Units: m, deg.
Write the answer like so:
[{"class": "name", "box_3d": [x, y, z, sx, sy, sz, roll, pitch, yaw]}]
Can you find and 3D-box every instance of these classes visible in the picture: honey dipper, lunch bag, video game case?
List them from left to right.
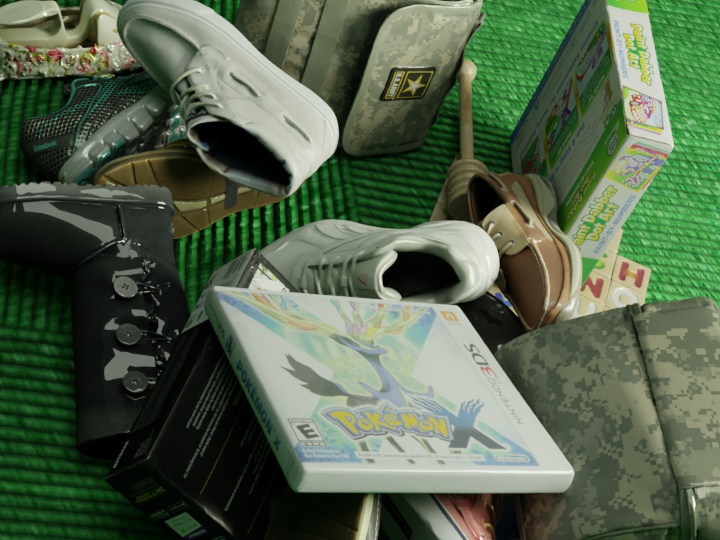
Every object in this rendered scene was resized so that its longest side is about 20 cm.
[{"class": "lunch bag", "box_3d": [-0.007, -0.196, 1.239, 0.199, 0.165, 0.118, 19, 41, -4]}, {"class": "video game case", "box_3d": [0.016, 0.076, 0.938, 0.199, 0.022, 0.183, 5, 33, -30]}, {"class": "honey dipper", "box_3d": [0.095, -0.122, 1.299, 0.038, 0.038, 0.201, 14, 43, -10]}, {"class": "lunch bag", "box_3d": [0.180, 0.126, 0.992, 0.167, 0.140, 0.201, -6, 50, 0]}]

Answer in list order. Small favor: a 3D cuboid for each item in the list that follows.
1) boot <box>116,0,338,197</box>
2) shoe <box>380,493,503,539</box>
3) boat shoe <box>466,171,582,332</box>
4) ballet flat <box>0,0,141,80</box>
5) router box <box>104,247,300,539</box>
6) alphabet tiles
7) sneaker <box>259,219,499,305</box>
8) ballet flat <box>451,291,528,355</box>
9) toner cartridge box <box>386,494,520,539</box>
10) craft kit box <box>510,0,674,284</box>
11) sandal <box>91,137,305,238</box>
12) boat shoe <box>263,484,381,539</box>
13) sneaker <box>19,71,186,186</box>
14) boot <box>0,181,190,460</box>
[{"class": "boot", "box_3d": [-0.113, -0.134, 1.099, 0.199, 0.074, 0.096, 32, 35, 2]}, {"class": "shoe", "box_3d": [0.069, 0.165, 0.959, 0.091, 0.072, 0.200, -18, 58, -30]}, {"class": "boat shoe", "box_3d": [0.121, -0.013, 1.141, 0.071, 0.076, 0.200, 14, 29, -15]}, {"class": "ballet flat", "box_3d": [-0.247, -0.198, 1.216, 0.199, 0.064, 0.076, -13, 56, -31]}, {"class": "router box", "box_3d": [-0.070, 0.106, 0.988, 0.149, 0.051, 0.201, 45, 42, -21]}, {"class": "alphabet tiles", "box_3d": [0.151, -0.007, 1.246, 0.199, 0.008, 0.168, 24, 46, 0]}, {"class": "sneaker", "box_3d": [0.000, 0.000, 1.077, 0.199, 0.078, 0.099, -9, 5, 11]}, {"class": "ballet flat", "box_3d": [0.052, 0.028, 1.149, 0.199, 0.068, 0.046, 28, 3, 5]}, {"class": "toner cartridge box", "box_3d": [0.119, 0.196, 1.031, 0.199, 0.043, 0.095, 10, 47, -13]}, {"class": "craft kit box", "box_3d": [0.185, -0.107, 1.204, 0.048, 0.200, 0.198, 14, 47, -11]}, {"class": "sandal", "box_3d": [-0.129, -0.078, 1.154, 0.199, 0.081, 0.054, -18, 44, -35]}, {"class": "boat shoe", "box_3d": [-0.024, 0.211, 0.904, 0.066, 0.071, 0.202, 29, 71, -49]}, {"class": "sneaker", "box_3d": [-0.196, -0.133, 1.175, 0.091, 0.078, 0.200, 32, 45, 13]}, {"class": "boot", "box_3d": [-0.199, 0.038, 1.025, 0.164, 0.066, 0.201, -5, 66, -14]}]
